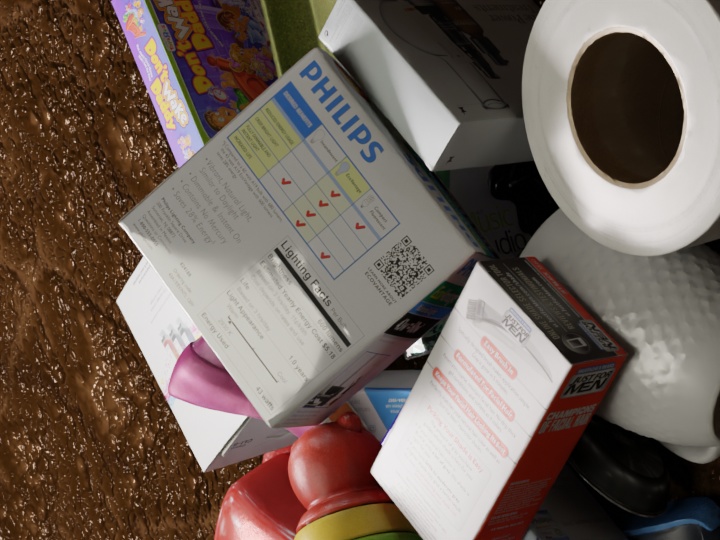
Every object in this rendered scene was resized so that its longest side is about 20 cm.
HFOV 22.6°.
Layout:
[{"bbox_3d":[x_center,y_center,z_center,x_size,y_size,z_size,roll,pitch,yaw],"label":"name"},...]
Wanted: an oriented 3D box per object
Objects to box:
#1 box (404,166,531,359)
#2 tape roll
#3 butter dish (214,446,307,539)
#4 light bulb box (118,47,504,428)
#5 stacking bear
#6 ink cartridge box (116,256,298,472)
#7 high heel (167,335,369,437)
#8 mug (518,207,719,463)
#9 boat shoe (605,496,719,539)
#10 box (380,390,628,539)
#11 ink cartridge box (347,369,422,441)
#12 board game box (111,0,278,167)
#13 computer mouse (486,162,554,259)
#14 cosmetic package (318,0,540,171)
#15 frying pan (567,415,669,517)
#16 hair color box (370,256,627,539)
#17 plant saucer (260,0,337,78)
[{"bbox_3d":[0.068,-0.042,1.451,0.036,0.144,0.202,-25,82,51],"label":"box"},{"bbox_3d":[0.226,-0.121,1.237,0.202,0.138,0.205,20,116,47],"label":"tape roll"},{"bbox_3d":[-0.081,0.284,1.733,0.200,0.147,0.201,36,126,40],"label":"butter dish"},{"bbox_3d":[-0.033,-0.020,1.342,0.200,0.125,0.199,-40,78,10],"label":"light bulb box"},{"bbox_3d":[0.000,0.209,1.356,0.121,0.113,0.201,-37,60,40],"label":"stacking bear"},{"bbox_3d":[-0.108,0.059,1.699,0.201,0.145,0.145,60,139,18],"label":"ink cartridge box"},{"bbox_3d":[-0.075,0.128,1.547,0.200,0.067,0.096,39,111,6],"label":"high heel"},{"bbox_3d":[0.218,0.062,1.315,0.175,0.147,0.201,32,153,39],"label":"mug"},{"bbox_3d":[0.205,0.230,1.414,0.200,0.084,0.069,-19,97,56],"label":"boat shoe"},{"bbox_3d":[0.088,0.220,1.411,0.200,0.104,0.185,51,124,34],"label":"box"},{"bbox_3d":[0.046,0.193,1.583,0.146,0.086,0.202,-4,97,40],"label":"ink cartridge box"},{"bbox_3d":[-0.123,-0.167,1.604,0.045,0.134,0.201,-37,72,45],"label":"board game box"},{"bbox_3d":[0.118,0.022,1.405,0.043,0.110,0.202,1,81,18],"label":"computer mouse"},{"bbox_3d":[0.089,-0.147,1.348,0.151,0.199,0.052,53,130,26],"label":"cosmetic package"},{"bbox_3d":[0.196,0.123,1.406,0.115,0.190,0.031,34,115,-11],"label":"frying pan"},{"bbox_3d":[0.094,0.103,1.276,0.111,0.064,0.201,49,129,34],"label":"hair color box"},{"bbox_3d":[0.005,-0.231,1.525,0.199,0.048,0.202,-17,84,41],"label":"plant saucer"}]
